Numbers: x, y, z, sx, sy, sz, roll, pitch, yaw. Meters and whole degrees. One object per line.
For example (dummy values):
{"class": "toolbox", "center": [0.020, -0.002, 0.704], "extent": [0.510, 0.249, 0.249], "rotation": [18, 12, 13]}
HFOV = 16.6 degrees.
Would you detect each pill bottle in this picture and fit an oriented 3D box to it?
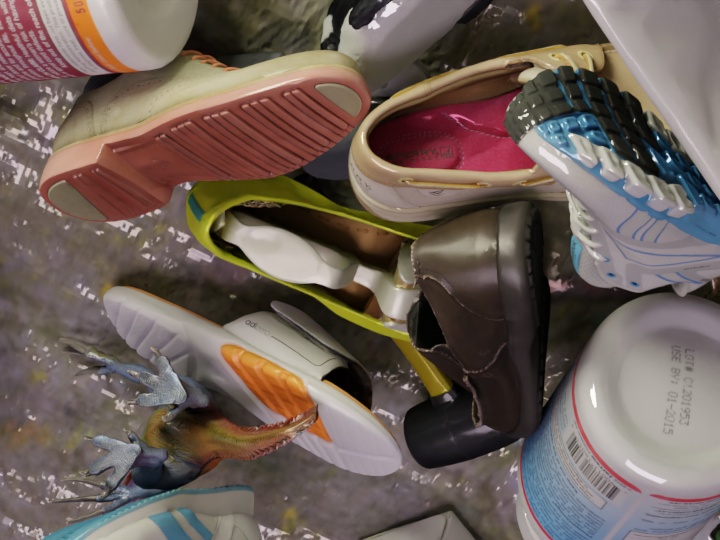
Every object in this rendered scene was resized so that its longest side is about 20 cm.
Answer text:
{"class": "pill bottle", "center": [0.145, 0.098, 1.317], "extent": [0.108, 0.109, 0.200], "rotation": [23, 154, -1]}
{"class": "pill bottle", "center": [-0.192, -0.150, 1.242], "extent": [0.199, 0.114, 0.115], "rotation": [-3, 128, 21]}

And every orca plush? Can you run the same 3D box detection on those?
{"class": "orca plush", "center": [0.028, -0.169, 1.178], "extent": [0.071, 0.105, 0.200], "rotation": [55, 147, 15]}

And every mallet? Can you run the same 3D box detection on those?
{"class": "mallet", "center": [0.011, 0.032, 1.385], "extent": [0.066, 0.041, 0.200], "rotation": [-29, 112, 32]}

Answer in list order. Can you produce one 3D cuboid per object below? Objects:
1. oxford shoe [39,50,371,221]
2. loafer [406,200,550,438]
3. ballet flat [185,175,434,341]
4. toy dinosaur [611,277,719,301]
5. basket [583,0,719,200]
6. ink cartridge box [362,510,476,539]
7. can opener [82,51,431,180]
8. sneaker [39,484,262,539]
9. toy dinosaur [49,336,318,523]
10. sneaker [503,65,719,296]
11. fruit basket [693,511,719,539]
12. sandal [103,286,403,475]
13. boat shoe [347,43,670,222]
{"class": "oxford shoe", "center": [-0.080, -0.085, 1.232], "extent": [0.199, 0.074, 0.071], "rotation": [-13, 146, 32]}
{"class": "loafer", "center": [0.060, 0.022, 1.264], "extent": [0.071, 0.073, 0.200], "rotation": [3, 150, 7]}
{"class": "ballet flat", "center": [0.000, 0.000, 1.314], "extent": [0.199, 0.067, 0.067], "rotation": [21, 104, -10]}
{"class": "toy dinosaur", "center": [0.146, -0.045, 1.268], "extent": [0.199, 0.058, 0.102], "rotation": [12, 117, 6]}
{"class": "basket", "center": [0.198, -0.131, 1.114], "extent": [0.135, 0.124, 0.200], "rotation": [-20, 120, 33]}
{"class": "ink cartridge box", "center": [0.061, 0.268, 1.495], "extent": [0.084, 0.146, 0.200], "rotation": [-21, 119, 35]}
{"class": "can opener", "center": [-0.055, -0.079, 1.287], "extent": [0.199, 0.067, 0.054], "rotation": [-3, 128, 22]}
{"class": "sneaker", "center": [-0.113, 0.170, 1.384], "extent": [0.076, 0.200, 0.081], "rotation": [-20, 80, 31]}
{"class": "toy dinosaur", "center": [-0.108, 0.114, 1.430], "extent": [0.199, 0.106, 0.182], "rotation": [17, 169, 18]}
{"class": "sneaker", "center": [0.123, -0.028, 1.161], "extent": [0.087, 0.075, 0.199], "rotation": [-38, 141, 26]}
{"class": "fruit basket", "center": [0.262, 0.174, 1.378], "extent": [0.184, 0.094, 0.201], "rotation": [20, 128, 6]}
{"class": "sandal", "center": [-0.054, 0.044, 1.402], "extent": [0.206, 0.059, 0.079], "rotation": [27, 154, 23]}
{"class": "boat shoe", "center": [0.090, -0.072, 1.194], "extent": [0.199, 0.074, 0.069], "rotation": [-17, 166, 0]}
